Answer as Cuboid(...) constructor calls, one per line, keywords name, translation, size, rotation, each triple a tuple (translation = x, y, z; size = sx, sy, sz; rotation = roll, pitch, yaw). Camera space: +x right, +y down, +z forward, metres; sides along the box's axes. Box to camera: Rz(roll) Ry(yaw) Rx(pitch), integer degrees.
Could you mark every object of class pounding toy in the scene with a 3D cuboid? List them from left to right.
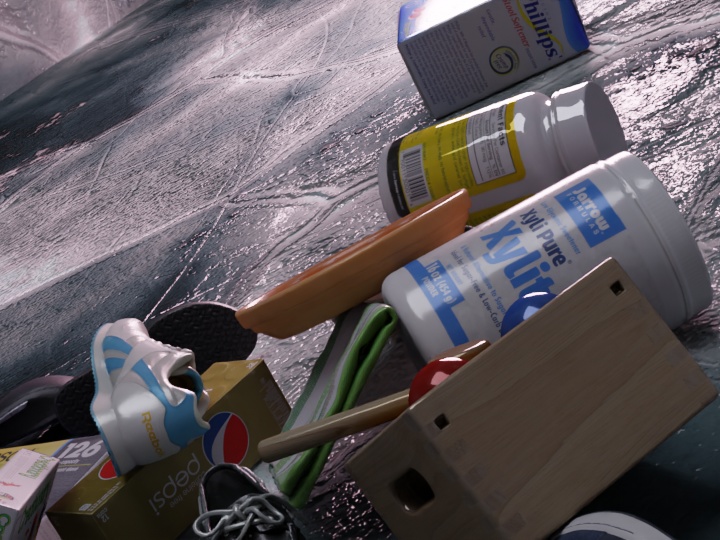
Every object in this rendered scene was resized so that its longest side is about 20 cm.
Cuboid(name="pounding toy", translation=(0.067, 0.092, 1.043), size=(0.184, 0.142, 0.200), rotation=(-35, -6, -22))

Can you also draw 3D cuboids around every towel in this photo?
Cuboid(name="towel", translation=(-0.024, 0.086, 1.216), size=(0.149, 0.031, 0.200), rotation=(-64, 3, -3))

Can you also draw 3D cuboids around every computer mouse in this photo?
Cuboid(name="computer mouse", translation=(-0.341, 0.144, 1.620), size=(0.200, 0.046, 0.140), rotation=(-24, 2, 11))

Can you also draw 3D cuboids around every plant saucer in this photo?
Cuboid(name="plant saucer", translation=(0.000, 0.000, 1.331), size=(0.200, 0.037, 0.200), rotation=(-29, 3, 2))

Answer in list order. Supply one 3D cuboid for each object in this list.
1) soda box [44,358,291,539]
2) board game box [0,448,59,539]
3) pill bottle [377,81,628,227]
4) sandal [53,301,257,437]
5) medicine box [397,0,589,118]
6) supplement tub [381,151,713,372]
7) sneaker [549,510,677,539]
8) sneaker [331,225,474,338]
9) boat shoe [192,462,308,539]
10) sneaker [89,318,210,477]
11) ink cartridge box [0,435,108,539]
Cuboid(name="soda box", translation=(-0.142, 0.150, 1.352), size=(0.068, 0.064, 0.200), rotation=(-7, 27, 48))
Cuboid(name="board game box", translation=(-0.256, 0.203, 1.225), size=(0.035, 0.126, 0.200), rotation=(17, 3, -3))
Cuboid(name="pill bottle", translation=(0.126, -0.089, 1.537), size=(0.200, 0.114, 0.114), rotation=(-18, 21, 26))
Cuboid(name="sandal", translation=(-0.186, 0.084, 1.584), size=(0.200, 0.075, 0.045), rotation=(-27, 7, 9))
Cuboid(name="medicine box", translation=(0.152, -0.283, 2.033), size=(0.200, 0.103, 0.182), rotation=(-25, 19, 11))
Cuboid(name="supplement tub", translation=(0.128, 0.017, 1.225), size=(0.200, 0.132, 0.132), rotation=(-30, 19, -3))
Cuboid(name="sneaker", translation=(0.114, 0.195, 0.859), size=(0.146, 0.077, 0.202), rotation=(-32, 20, -22))
Cuboid(name="sneaker", translation=(0.050, 0.020, 1.436), size=(0.200, 0.074, 0.089), rotation=(-12, 32, 53))
Cuboid(name="boat shoe", translation=(-0.070, 0.179, 1.166), size=(0.074, 0.068, 0.199), rotation=(-29, 19, -2))
Cuboid(name="sneaker", translation=(-0.159, 0.090, 1.337), size=(0.081, 0.077, 0.200), rotation=(-20, 24, -2))
Cuboid(name="ink cartridge box", translation=(-0.278, 0.184, 1.484), size=(0.198, 0.047, 0.200), rotation=(-12, 26, 40))
